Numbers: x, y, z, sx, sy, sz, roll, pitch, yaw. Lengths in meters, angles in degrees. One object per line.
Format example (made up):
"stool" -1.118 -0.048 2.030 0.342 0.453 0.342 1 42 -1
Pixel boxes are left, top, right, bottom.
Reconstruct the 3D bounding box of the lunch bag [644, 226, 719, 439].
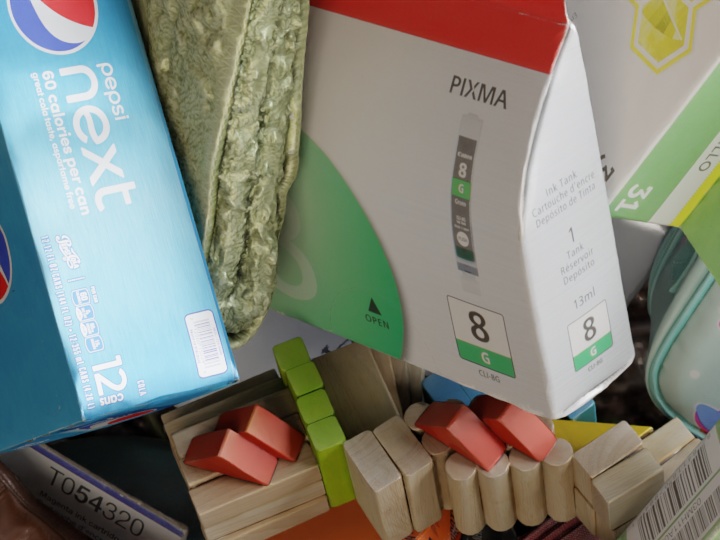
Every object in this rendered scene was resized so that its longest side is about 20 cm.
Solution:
"lunch bag" 0.195 -0.011 0.951 0.160 0.077 0.200 27 122 -6

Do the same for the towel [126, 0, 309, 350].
"towel" -0.073 -0.086 0.948 0.148 0.036 0.200 34 126 43

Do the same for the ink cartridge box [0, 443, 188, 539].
"ink cartridge box" -0.176 0.122 1.115 0.196 0.043 0.200 31 119 8

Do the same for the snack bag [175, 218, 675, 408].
"snack bag" 0.000 0.000 1.045 0.200 0.021 0.189 27 123 -6

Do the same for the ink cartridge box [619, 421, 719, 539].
"ink cartridge box" 0.168 0.142 0.957 0.200 0.048 0.146 24 120 -22

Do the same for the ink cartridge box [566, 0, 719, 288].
"ink cartridge box" 0.128 -0.065 0.882 0.048 0.200 0.146 8 131 -37

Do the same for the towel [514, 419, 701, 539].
"towel" 0.118 0.157 1.049 0.023 0.144 0.200 19 132 47

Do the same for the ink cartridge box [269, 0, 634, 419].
"ink cartridge box" 0.005 -0.061 0.916 0.161 0.050 0.200 21 136 43

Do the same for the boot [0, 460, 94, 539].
"boot" -0.146 0.162 1.047 0.200 0.064 0.187 37 118 11

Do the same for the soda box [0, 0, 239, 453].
"soda box" -0.109 -0.046 0.924 0.068 0.064 0.200 -21 83 54

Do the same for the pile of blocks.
"pile of blocks" 0.024 0.052 0.965 0.199 0.082 0.062 -1 150 6

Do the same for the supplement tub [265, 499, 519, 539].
"supplement tub" 0.022 0.164 1.064 0.122 0.123 0.200 -11 124 20

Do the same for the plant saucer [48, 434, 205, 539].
"plant saucer" -0.089 0.162 1.152 0.200 0.039 0.201 7 121 11
